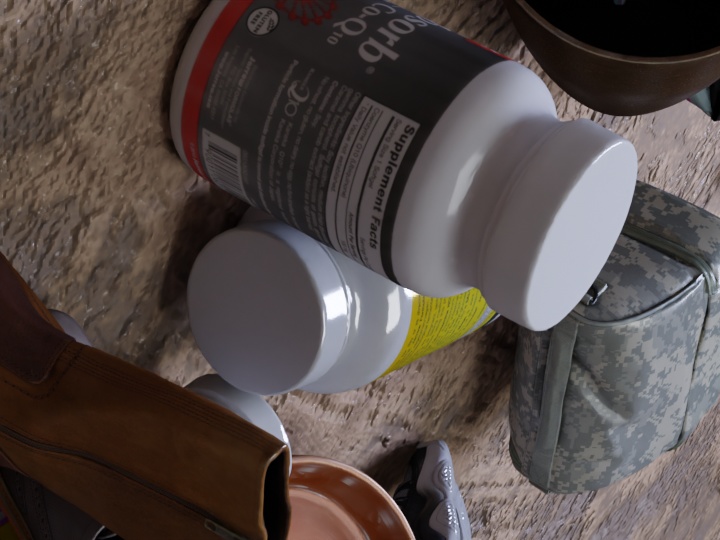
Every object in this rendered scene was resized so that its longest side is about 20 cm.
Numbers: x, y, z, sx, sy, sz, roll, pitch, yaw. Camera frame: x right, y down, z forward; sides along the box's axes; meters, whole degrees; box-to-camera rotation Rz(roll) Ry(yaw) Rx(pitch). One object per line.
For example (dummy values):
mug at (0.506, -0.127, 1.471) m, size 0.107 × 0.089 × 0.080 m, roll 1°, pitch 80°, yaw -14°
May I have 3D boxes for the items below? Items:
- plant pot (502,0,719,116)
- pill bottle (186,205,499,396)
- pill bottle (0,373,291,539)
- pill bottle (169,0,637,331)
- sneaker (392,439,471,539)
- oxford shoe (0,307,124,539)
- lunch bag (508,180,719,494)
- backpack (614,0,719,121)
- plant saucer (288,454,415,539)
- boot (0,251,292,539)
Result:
plant pot at (0.162, -0.170, 1.093) m, size 0.188 × 0.186 × 0.200 m, roll -56°, pitch 168°, yaw -12°
pill bottle at (0.000, 0.000, 0.997) m, size 0.200 × 0.112 × 0.113 m, roll -22°, pitch 135°, yaw -55°
pill bottle at (-0.121, 0.129, 0.903) m, size 0.200 × 0.104 × 0.105 m, roll -37°, pitch 146°, yaw -44°
pill bottle at (0.020, -0.058, 0.868) m, size 0.116 × 0.199 × 0.116 m, roll -45°, pitch 151°, yaw -33°
sneaker at (0.015, 0.186, 1.271) m, size 0.200 × 0.113 × 0.076 m, roll -88°, pitch 164°, yaw -64°
oxford shoe at (-0.111, 0.100, 0.804) m, size 0.071 × 0.201 × 0.073 m, roll -2°, pitch 156°, yaw -37°
lunch bag at (0.183, 0.053, 1.381) m, size 0.168 × 0.139 × 0.201 m, roll -40°, pitch 147°, yaw -40°
backpack at (0.245, -0.206, 1.254) m, size 0.166 × 0.126 × 0.201 m, roll -31°, pitch 144°, yaw -31°
plant saucer at (-0.046, 0.210, 1.118) m, size 0.199 × 0.032 × 0.202 m, roll -2°, pitch 93°, yaw -36°
boot at (-0.115, 0.032, 0.696) m, size 0.068 × 0.199 × 0.189 m, roll -39°, pitch 148°, yaw -39°
